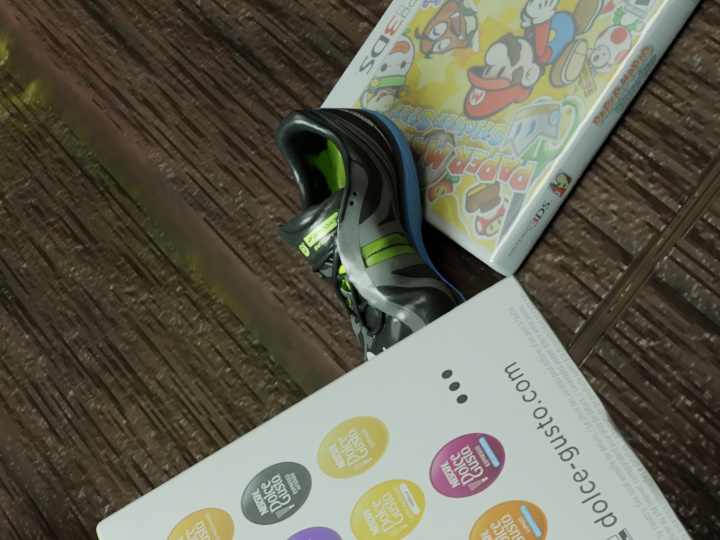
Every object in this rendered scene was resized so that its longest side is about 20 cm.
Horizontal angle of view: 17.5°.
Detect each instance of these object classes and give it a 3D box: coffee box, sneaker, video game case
[{"bbox_3d":[0.047,0.169,0.902,0.198,0.200,0.200,-30,41,0],"label":"coffee box"},{"bbox_3d":[0.000,-0.001,1.187,0.071,0.083,0.200,-44,51,37],"label":"sneaker"},{"bbox_3d":[0.072,-0.111,1.247,0.182,0.023,0.200,-56,39,3],"label":"video game case"}]
